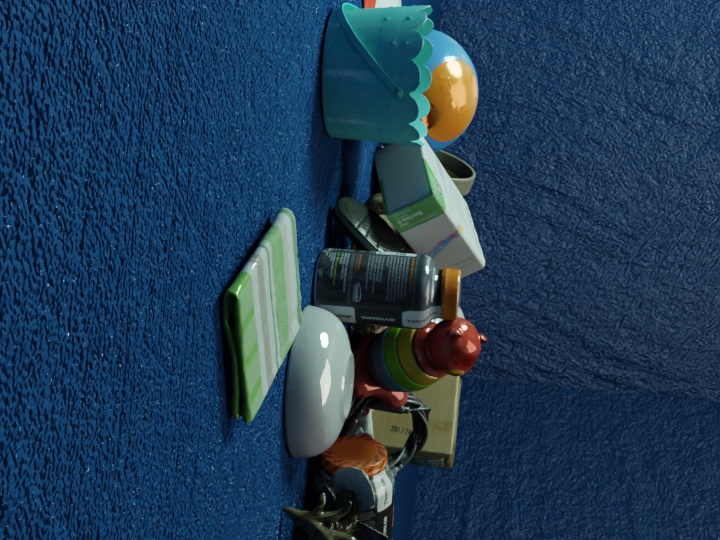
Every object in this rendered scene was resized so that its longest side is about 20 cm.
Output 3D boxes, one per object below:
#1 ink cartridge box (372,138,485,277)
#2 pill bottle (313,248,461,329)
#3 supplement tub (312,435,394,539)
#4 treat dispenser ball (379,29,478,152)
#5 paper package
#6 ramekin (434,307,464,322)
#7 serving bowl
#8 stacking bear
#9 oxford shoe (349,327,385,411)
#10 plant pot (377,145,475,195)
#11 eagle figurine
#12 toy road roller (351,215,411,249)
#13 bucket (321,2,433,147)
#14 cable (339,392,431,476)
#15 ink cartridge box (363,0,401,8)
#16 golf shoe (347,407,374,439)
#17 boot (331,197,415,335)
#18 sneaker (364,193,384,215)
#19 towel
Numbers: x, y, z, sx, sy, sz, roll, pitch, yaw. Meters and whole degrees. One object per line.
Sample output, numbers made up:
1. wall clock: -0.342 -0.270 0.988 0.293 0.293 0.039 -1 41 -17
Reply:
1. ink cartridge box: 0.108 -0.093 1.405 0.200 0.087 0.146 46 25 -44
2. pill bottle: 0.041 0.027 1.262 0.106 0.199 0.107 4 90 -81
3. supplement tub: -0.011 0.356 1.334 0.123 0.122 0.201 -62 156 -70
4. treat dispenser ball: 0.089 -0.286 1.446 0.201 0.200 0.202 4 90 -82
5. paper package: 0.080 0.255 1.661 0.104 0.199 0.192 75 22 -65
6. ramekin: 0.100 0.128 1.771 0.105 0.199 0.201 -62 157 -48
7. serving bowl: -0.047 0.149 1.189 0.200 0.065 0.201 5 90 -81
8. stacking bear: 0.091 0.124 1.323 0.121 0.200 0.114 22 60 -37
9. oxford shoe: -0.002 0.166 1.580 0.072 0.071 0.201 26 69 -50
10. plant pot: 0.110 -0.146 1.807 0.200 0.199 0.174 -67 176 -66
11. eagle figurine: -0.034 0.360 1.197 0.200 0.150 0.152 60 23 -57
12. toy road roller: 0.034 -0.014 1.499 0.146 0.122 0.201 50 44 -62
13. bucket: 0.027 -0.271 1.252 0.207 0.134 0.208 4 90 -83
14. cable: 0.026 0.257 1.430 0.051 0.199 0.164 16 -52 61
15. ink cartridge box: 0.041 -0.474 1.560 0.200 0.050 0.163 88 9 -54
16. golf shoe: -0.008 0.254 1.492 0.092 0.075 0.201 -70 163 -74
17. boot: 0.000 0.001 1.367 0.154 0.204 0.074 -39 -167 35
18. sneaker: 0.028 -0.104 1.655 0.200 0.070 0.076 83 -5 -67
19. towel: -0.100 0.039 0.918 0.200 0.031 0.150 -66 156 -62
